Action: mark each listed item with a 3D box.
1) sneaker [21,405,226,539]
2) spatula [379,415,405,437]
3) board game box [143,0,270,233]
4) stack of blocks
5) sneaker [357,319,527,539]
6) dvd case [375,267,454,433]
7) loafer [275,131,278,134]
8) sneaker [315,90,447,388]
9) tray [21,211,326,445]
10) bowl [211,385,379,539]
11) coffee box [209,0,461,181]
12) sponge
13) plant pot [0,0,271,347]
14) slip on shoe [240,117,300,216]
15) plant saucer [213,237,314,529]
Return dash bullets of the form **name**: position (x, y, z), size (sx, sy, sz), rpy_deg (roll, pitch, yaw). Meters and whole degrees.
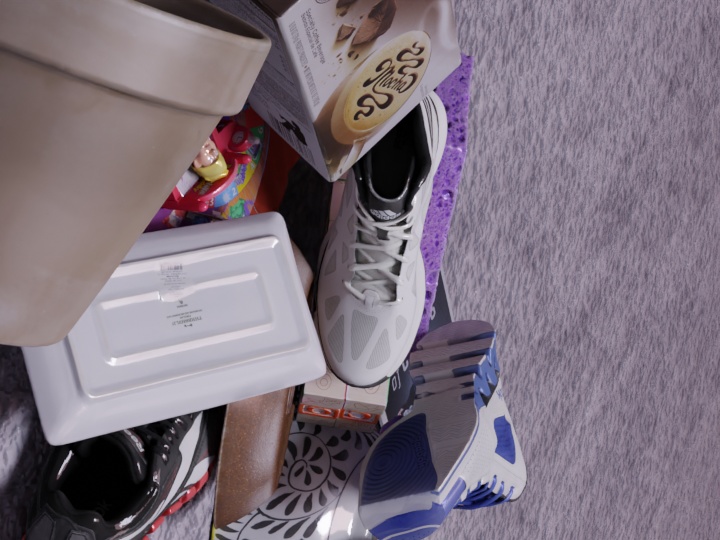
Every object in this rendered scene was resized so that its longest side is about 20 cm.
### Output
- **sneaker**: position (-0.131, 0.108, 1.074), size (0.201, 0.070, 0.098), rpy_deg (-54, 166, -44)
- **spatula**: position (0.026, 0.202, 1.299), size (0.056, 0.020, 0.202), rpy_deg (-26, 122, -63)
- **board game box**: position (-0.101, -0.087, 1.091), size (0.199, 0.039, 0.159), rpy_deg (11, 88, -56)
- **stack of blocks**: position (0.000, 0.000, 1.271), size (0.115, 0.058, 0.202), rpy_deg (106, -7, -72)
- **sneaker**: position (0.071, 0.134, 1.272), size (0.116, 0.080, 0.200), rpy_deg (66, 28, -25)
- **dvd case**: position (0.040, 0.082, 1.506), size (0.201, 0.025, 0.151), rpy_deg (76, 33, -41)
- **loafer**: position (0.012, -0.157, 1.187), size (0.201, 0.063, 0.072), rpy_deg (-57, 134, -33)
- **sneaker**: position (0.005, -0.022, 1.148), size (0.115, 0.075, 0.202), rpy_deg (-18, 118, -81)
- **tray**: position (-0.104, 0.027, 1.052), size (0.199, 0.022, 0.108), rpy_deg (-12, 82, -40)
- **bowl**: position (-0.019, 0.185, 1.333), size (0.201, 0.094, 0.202), rpy_deg (-31, 125, -59)
- **coffee box**: position (-0.016, -0.150, 1.022), size (0.113, 0.080, 0.200), rpy_deg (-43, 159, -11)
- **sponge**: position (0.050, -0.045, 1.329), size (0.112, 0.030, 0.201), rpy_deg (-84, -176, -50)
- **plant pot**: position (-0.163, -0.066, 0.864), size (0.200, 0.199, 0.175), rpy_deg (-2, 116, -64)
- **slip on shoe**: position (-0.044, -0.117, 1.218), size (0.074, 0.061, 0.201), rpy_deg (47, 57, -61)
- **plant saucer**: position (-0.059, 0.070, 1.187), size (0.200, 0.036, 0.202), rpy_deg (9, 90, -89)
